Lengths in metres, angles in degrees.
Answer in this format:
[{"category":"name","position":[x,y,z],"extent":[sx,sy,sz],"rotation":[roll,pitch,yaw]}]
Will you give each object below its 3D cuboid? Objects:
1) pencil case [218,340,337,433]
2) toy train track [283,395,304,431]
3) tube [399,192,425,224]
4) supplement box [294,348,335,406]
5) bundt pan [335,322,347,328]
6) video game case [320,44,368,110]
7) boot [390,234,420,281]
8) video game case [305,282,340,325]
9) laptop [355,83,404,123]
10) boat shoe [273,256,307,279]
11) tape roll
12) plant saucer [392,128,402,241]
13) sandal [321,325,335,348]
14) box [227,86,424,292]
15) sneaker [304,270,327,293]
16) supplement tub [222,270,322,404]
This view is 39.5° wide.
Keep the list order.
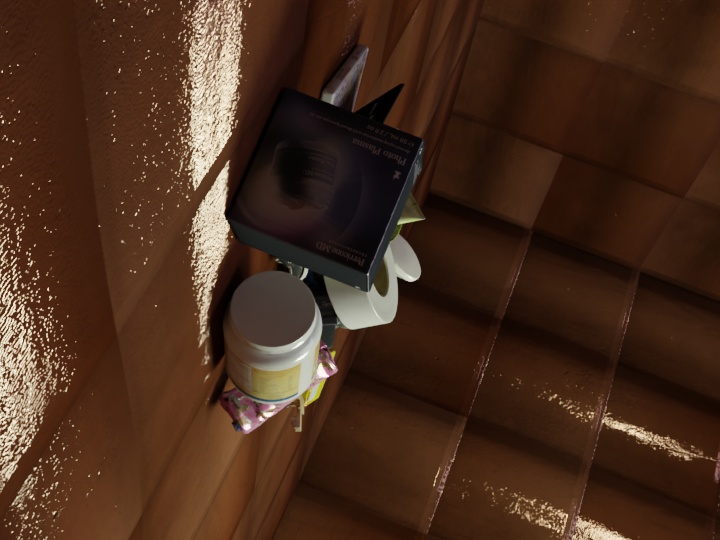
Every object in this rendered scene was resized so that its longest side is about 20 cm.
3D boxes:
[{"category":"pencil case","position":[-0.133,0.183,1.642],"extent":[0.200,0.083,0.087],"rotation":[-34,-174,0]},{"category":"toy train track","position":[-0.118,0.183,1.756],"extent":[0.115,0.032,0.200],"rotation":[86,4,-63]},{"category":"tube","position":[0.001,-0.086,1.636],"extent":[0.052,0.200,0.058],"rotation":[168,-93,-76]},{"category":"supplement box","position":[-0.128,0.198,2.034],"extent":[0.200,0.109,0.109],"rotation":[28,83,-85]},{"category":"bundt pan","position":[-0.022,0.044,1.966],"extent":[0.202,0.202,0.076],"rotation":[-62,142,-49]},{"category":"video game case","position":[-0.043,-0.251,1.666],"extent":[0.182,0.023,0.200],"rotation":[-62,171,-50]},{"category":"boot","position":[0.021,-0.044,1.903],"extent":[0.090,0.200,0.073],"rotation":[-31,-161,41]},{"category":"video game case","position":[-0.084,0.058,1.827],"extent":[0.200,0.143,0.019],"rotation":[-55,139,-66]},{"category":"laptop","position":[0.007,-0.190,1.683],"extent":[0.200,0.103,0.177],"rotation":[-25,-151,42]},{"category":"boat shoe","position":[-0.113,-0.043,1.584],"extent":[0.200,0.060,0.074],"rotation":[110,-35,-62]},{"category":"tape roll","position":[0.000,0.000,1.766],"extent":[0.202,0.071,0.203],"rotation":[-11,90,-71]},{"category":"plant saucer","position":[0.044,-0.150,1.764],"extent":[0.200,0.031,0.200],"rotation":[5,90,-72]},{"category":"sandal","position":[-0.085,0.113,1.792],"extent":[0.200,0.048,0.075],"rotation":[-38,128,-73]},{"category":"box","position":[-0.042,-0.104,1.329],"extent":[0.123,0.200,0.199],"rotation":[83,28,-78]},{"category":"sneaker","position":[-0.069,0.000,1.867],"extent":[0.200,0.111,0.077],"rotation":[46,65,-84]},{"category":"supplement tub","position":[-0.132,0.101,1.498],"extent":[0.200,0.144,0.145],"rotation":[101,12,-60]}]
